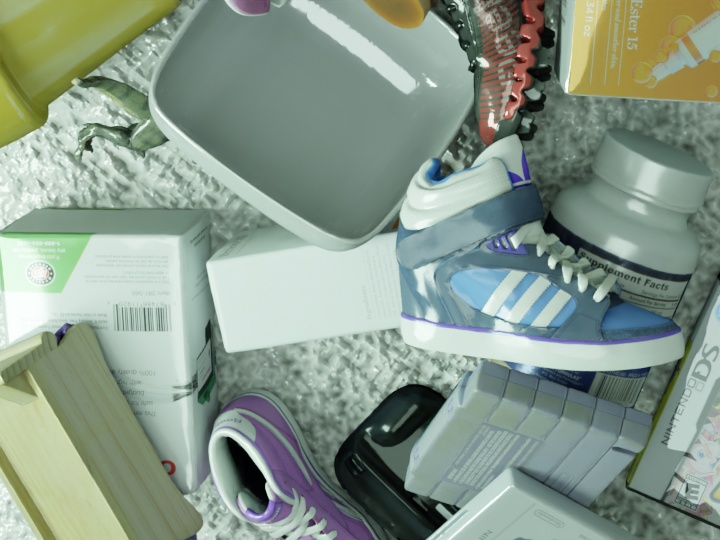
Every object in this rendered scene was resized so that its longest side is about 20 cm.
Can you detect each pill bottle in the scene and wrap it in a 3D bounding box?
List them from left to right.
[{"bbox_3d":[0.173,0.007,1.533,0.111,0.111,0.201,23,106,4],"label":"pill bottle"}]

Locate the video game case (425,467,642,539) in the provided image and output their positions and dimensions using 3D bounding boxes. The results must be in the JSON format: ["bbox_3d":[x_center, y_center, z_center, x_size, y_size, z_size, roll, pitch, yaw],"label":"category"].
[{"bbox_3d":[0.125,0.243,1.585,0.200,0.024,0.182,30,121,-25],"label":"video game case"}]

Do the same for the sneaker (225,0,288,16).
[{"bbox_3d":[-0.031,-0.244,1.498,0.088,0.200,0.081,39,140,43],"label":"sneaker"}]

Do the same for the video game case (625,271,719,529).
[{"bbox_3d":[0.318,0.117,1.577,0.199,0.026,0.181,23,106,5],"label":"video game case"}]

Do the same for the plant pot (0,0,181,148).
[{"bbox_3d":[-0.237,-0.206,1.522,0.188,0.201,0.201,-26,98,3],"label":"plant pot"}]

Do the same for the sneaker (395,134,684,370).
[{"bbox_3d":[0.120,-0.015,1.445,0.199,0.081,0.147,5,98,17],"label":"sneaker"}]

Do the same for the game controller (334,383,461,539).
[{"bbox_3d":[0.077,0.180,1.637,0.200,0.042,0.104,44,93,-2],"label":"game controller"}]

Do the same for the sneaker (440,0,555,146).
[{"bbox_3d":[0.088,-0.181,1.504,0.097,0.071,0.201,4,86,5],"label":"sneaker"}]

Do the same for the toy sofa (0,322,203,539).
[{"bbox_3d":[-0.209,0.144,1.576,0.083,0.098,0.200,-22,102,41],"label":"toy sofa"}]

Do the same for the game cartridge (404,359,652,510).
[{"bbox_3d":[0.112,0.126,1.521,0.129,0.200,0.039,22,62,-3],"label":"game cartridge"}]

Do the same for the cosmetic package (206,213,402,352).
[{"bbox_3d":[0.000,0.000,1.569,0.199,0.101,0.072,-9,102,12],"label":"cosmetic package"}]

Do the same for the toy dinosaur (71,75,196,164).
[{"bbox_3d":[-0.154,-0.104,1.567,0.088,0.200,0.048,-17,65,40],"label":"toy dinosaur"}]

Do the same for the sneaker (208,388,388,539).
[{"bbox_3d":[-0.050,0.191,1.619,0.073,0.114,0.201,-37,96,15],"label":"sneaker"}]

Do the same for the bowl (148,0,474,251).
[{"bbox_3d":[-0.035,-0.121,1.526,0.199,0.075,0.200,36,65,0],"label":"bowl"}]

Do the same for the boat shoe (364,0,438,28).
[{"bbox_3d":[-0.007,-0.251,1.414,0.070,0.070,0.200,4,143,47],"label":"boat shoe"}]

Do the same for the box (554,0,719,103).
[{"bbox_3d":[0.237,-0.181,1.465,0.199,0.098,0.125,3,105,-1],"label":"box"}]

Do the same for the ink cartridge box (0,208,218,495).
[{"bbox_3d":[-0.186,0.060,1.626,0.145,0.084,0.201,1,105,11],"label":"ink cartridge box"}]
